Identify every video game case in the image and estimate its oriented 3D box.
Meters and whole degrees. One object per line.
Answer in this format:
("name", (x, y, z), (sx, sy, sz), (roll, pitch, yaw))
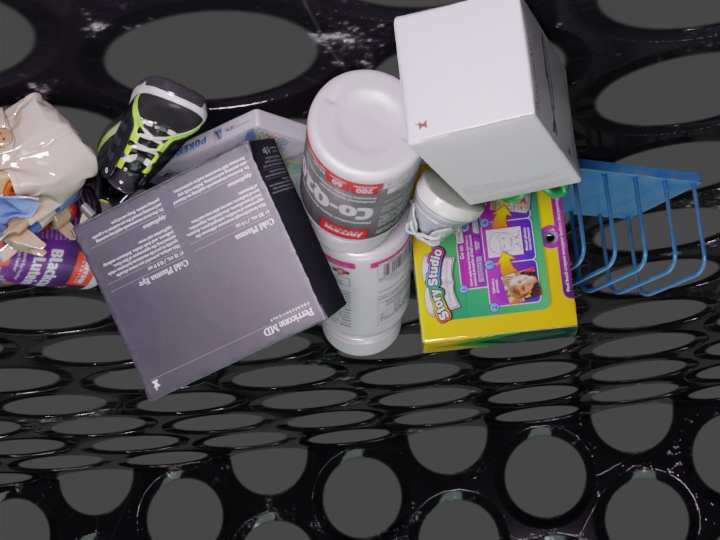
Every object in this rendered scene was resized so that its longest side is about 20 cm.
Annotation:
("video game case", (-0.103, -0.111, 1.515), (0.181, 0.022, 0.199), (-19, 159, 38))

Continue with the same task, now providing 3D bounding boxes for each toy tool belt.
("toy tool belt", (-0.327, -0.071, 1.358), (0.123, 0.125, 0.200), (-41, 169, -25))

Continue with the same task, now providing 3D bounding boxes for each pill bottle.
("pill bottle", (-0.327, -0.038, 1.528), (0.198, 0.113, 0.111), (5, 161, -34))
("pill bottle", (0.000, 0.000, 1.588), (0.111, 0.115, 0.201), (-5, 143, -3))
("pill bottle", (-0.002, -0.097, 1.394), (0.112, 0.116, 0.200), (-4, 158, -7))

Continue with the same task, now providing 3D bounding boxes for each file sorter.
("file sorter", (0.292, -0.045, 1.700), (0.197, 0.125, 0.138), (4, 161, -29))

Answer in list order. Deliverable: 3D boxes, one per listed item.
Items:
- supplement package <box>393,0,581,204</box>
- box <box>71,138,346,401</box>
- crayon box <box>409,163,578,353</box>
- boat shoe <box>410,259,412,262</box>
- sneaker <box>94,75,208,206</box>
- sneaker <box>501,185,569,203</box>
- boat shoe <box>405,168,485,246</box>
("supplement package", (0.117, -0.149, 1.284), (0.116, 0.119, 0.200), (-10, 164, 18))
("box", (-0.144, -0.003, 1.389), (0.198, 0.184, 0.104), (-24, -179, 12))
("crayon box", (0.142, -0.021, 1.584), (0.170, 0.203, 0.058), (-6, 165, 4))
("boat shoe", (0.035, -0.036, 1.732), (0.075, 0.073, 0.199), (-13, 163, 26))
("sneaker", (-0.200, -0.110, 1.342), (0.071, 0.084, 0.200), (21, 155, -19))
("sneaker", (0.147, -0.115, 1.472), (0.198, 0.085, 0.074), (6, 161, -33))
("boat shoe", (0.082, -0.058, 1.449), (0.070, 0.072, 0.201), (35, -168, 4))
